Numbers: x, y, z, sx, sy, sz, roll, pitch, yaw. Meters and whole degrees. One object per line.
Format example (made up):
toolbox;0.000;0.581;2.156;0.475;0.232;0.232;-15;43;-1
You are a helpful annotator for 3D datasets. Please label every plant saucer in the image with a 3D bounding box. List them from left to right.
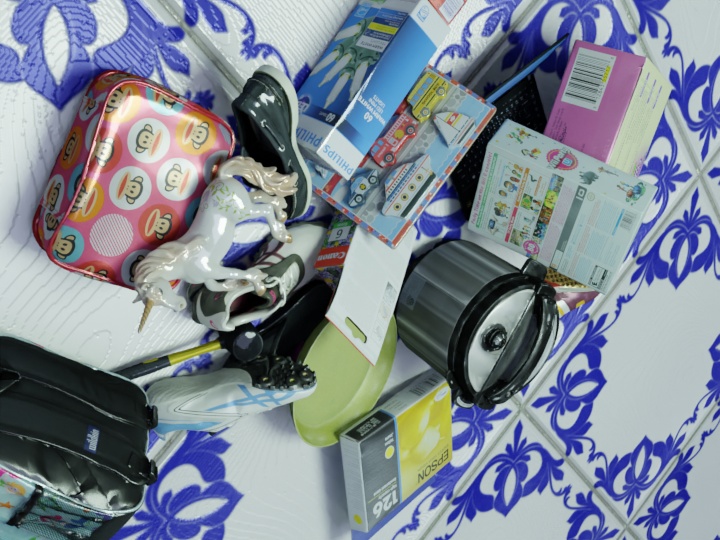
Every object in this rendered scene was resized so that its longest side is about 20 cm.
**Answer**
plant saucer;-0.026;0.125;1.064;0.199;0.031;0.202;-31;132;-42

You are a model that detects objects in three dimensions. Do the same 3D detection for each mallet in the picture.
mallet;-0.211;0.095;0.949;0.198;0.066;0.042;-15;112;-14

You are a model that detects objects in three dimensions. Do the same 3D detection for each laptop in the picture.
laptop;0.199;-0.178;1.080;0.177;0.103;0.201;-38;126;-16

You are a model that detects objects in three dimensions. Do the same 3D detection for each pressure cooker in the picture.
pressure cooker;0.157;0.071;1.087;0.177;0.200;0.178;-25;124;-24

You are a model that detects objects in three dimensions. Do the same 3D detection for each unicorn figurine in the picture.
unicorn figurine;-0.145;-0.022;0.837;0.137;0.073;0.202;23;81;-40

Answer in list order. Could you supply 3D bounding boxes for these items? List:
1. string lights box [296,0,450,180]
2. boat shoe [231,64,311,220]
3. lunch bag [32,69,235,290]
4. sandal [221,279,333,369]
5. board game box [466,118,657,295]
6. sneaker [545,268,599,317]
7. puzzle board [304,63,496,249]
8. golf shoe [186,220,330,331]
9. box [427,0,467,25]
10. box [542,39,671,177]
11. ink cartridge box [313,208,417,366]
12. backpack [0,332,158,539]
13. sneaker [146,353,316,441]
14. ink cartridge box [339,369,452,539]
string lights box;-0.001;-0.208;0.925;0.059;0.102;0.201;37;85;-41
boat shoe;-0.098;-0.116;0.882;0.066;0.074;0.200;-47;158;-30
lunch bag;-0.212;-0.081;0.840;0.175;0.082;0.202;22;95;-40
sandal;-0.098;0.095;1.016;0.201;0.048;0.075;-49;129;-9
board game box;0.242;-0.077;1.037;0.064;0.198;0.148;-50;159;-37
sneaker;0.272;0.051;1.255;0.198;0.075;0.091;-7;121;-27
puzzle board;0.038;-0.147;0.959;0.201;0.150;0.017;-53;163;-5
golf shoe;-0.098;0.013;0.959;0.199;0.088;0.078;-32;123;-23
box;0.101;-0.384;0.929;0.100;0.095;0.201;40;84;-39
box;0.324;-0.191;1.123;0.199;0.096;0.178;-2;112;-61
ink cartridge box;0.000;0.000;0.986;0.109;0.050;0.202;48;48;-38
backpack;-0.315;0.164;0.807;0.150;0.179;0.199;-39;125;21
sneaker;-0.145;0.146;0.958;0.197;0.072;0.073;-10;118;1
ink cartridge box;0.057;0.270;1.176;0.197;0.047;0.202;-29;122;-41
